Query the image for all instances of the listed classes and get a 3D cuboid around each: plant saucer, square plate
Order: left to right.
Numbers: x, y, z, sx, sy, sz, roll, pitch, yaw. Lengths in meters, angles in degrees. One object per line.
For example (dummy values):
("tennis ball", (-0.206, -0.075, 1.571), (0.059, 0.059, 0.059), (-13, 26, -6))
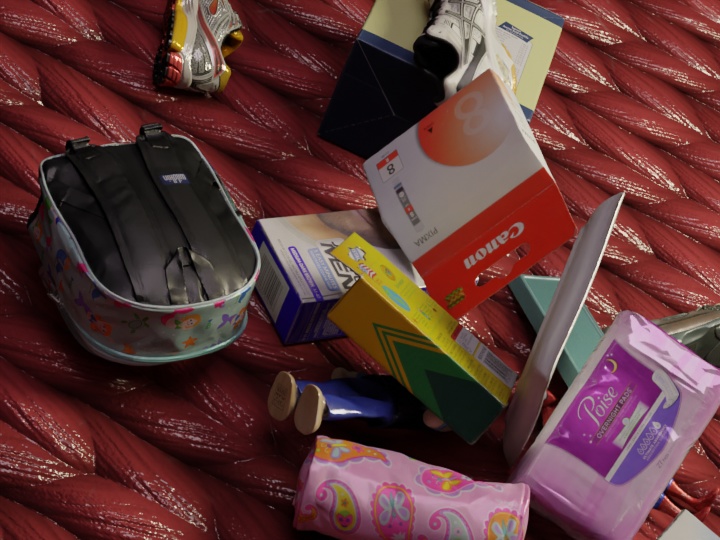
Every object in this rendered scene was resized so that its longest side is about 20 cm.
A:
("square plate", (0.173, 0.052, 1.637), (0.028, 0.201, 0.199), (22, 63, 6))
("plant saucer", (0.208, 0.064, 1.796), (0.069, 0.019, 0.201), (5, 32, -22))

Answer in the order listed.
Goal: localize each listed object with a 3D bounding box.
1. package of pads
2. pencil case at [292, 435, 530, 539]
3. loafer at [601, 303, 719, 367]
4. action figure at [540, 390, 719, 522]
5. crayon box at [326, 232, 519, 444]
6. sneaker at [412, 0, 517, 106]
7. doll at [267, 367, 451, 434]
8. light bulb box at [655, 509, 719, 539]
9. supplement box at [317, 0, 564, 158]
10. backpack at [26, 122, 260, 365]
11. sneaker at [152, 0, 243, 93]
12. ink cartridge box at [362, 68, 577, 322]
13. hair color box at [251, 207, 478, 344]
("package of pads", (0.227, 0.149, 1.645), (0.120, 0.076, 0.201), (34, 78, 7))
("pencil case", (0.043, 0.199, 1.546), (0.198, 0.088, 0.088), (14, 42, -2))
("loafer", (0.327, 0.061, 1.854), (0.198, 0.072, 0.063), (-12, 47, -32))
("action figure", (0.238, 0.166, 1.716), (0.199, 0.052, 0.065), (31, 34, 10))
("crayon box", (0.045, 0.056, 1.621), (0.200, 0.051, 0.127), (42, 13, 2))
("sneaker", (0.090, -0.237, 1.831), (0.087, 0.076, 0.201), (3, 47, -23))
("doll", (0.014, 0.116, 1.632), (0.198, 0.049, 0.136), (6, 11, -40))
("light bulb box", (0.269, 0.338, 1.498), (0.200, 0.125, 0.198), (39, 44, 14))
("supplement box", (0.088, -0.207, 1.957), (0.198, 0.135, 0.201), (25, 42, -1))
("backpack", (-0.186, -0.007, 1.609), (0.176, 0.152, 0.200), (-12, 46, -31))
("sneaker", (-0.165, -0.259, 1.943), (0.081, 0.078, 0.202), (17, 51, -15))
("ink cartridge box", (0.096, -0.068, 1.712), (0.050, 0.162, 0.201), (38, 23, -42))
("hair color box", (0.000, 0.000, 1.759), (0.198, 0.065, 0.110), (-6, 49, -33))
